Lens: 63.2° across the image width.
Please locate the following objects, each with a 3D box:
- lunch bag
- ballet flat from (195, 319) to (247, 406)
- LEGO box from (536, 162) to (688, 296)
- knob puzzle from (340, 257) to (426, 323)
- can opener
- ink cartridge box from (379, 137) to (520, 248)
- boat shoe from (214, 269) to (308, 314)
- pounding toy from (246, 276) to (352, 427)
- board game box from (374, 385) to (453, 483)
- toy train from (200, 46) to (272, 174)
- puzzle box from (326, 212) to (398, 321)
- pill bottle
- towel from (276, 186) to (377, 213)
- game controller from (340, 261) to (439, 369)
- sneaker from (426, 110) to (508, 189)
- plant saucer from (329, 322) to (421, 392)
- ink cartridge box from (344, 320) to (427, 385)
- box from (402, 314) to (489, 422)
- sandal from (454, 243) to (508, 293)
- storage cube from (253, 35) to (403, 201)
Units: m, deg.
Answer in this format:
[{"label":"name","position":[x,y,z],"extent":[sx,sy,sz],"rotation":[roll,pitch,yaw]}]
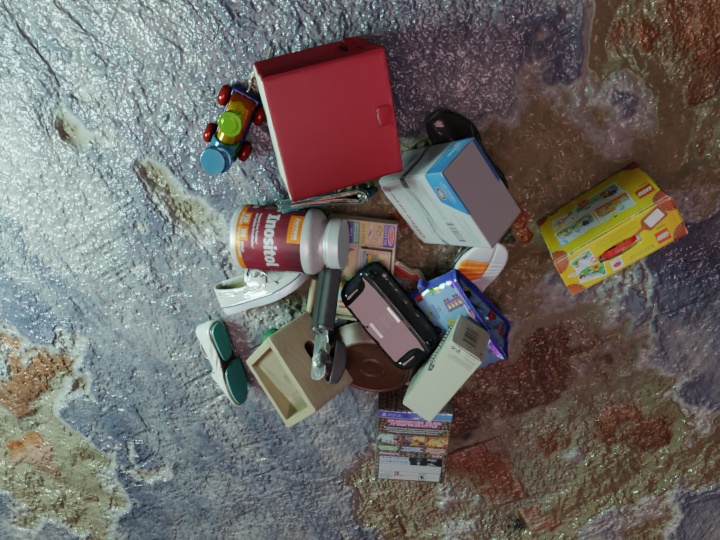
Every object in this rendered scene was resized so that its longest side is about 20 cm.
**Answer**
[{"label":"lunch bag","position":[0.165,0.094,1.100],"extent":[0.149,0.095,0.200],"rotation":[-27,117,35]},{"label":"ballet flat","position":[-0.293,0.192,1.230],"extent":[0.067,0.070,0.205],"rotation":[-11,114,9]},{"label":"LEGO box","position":[0.411,-0.072,0.981],"extent":[0.197,0.150,0.078],"rotation":[-32,114,20]},{"label":"knob puzzle","position":[0.059,0.074,1.154],"extent":[0.212,0.031,0.226],"rotation":[1,119,2]},{"label":"can opener","position":[-0.053,0.099,1.053],"extent":[0.065,0.206,0.053],"rotation":[16,161,-27]},{"label":"ink cartridge box","position":[0.137,-0.120,0.940],"extent":[0.084,0.199,0.146],"rotation":[-47,112,-15]},{"label":"boat shoe","position":[-0.198,0.013,1.117],"extent":[0.197,0.075,0.088],"rotation":[-18,115,24]},{"label":"pounding toy","position":[-0.114,0.160,1.127],"extent":[0.203,0.141,0.184],"rotation":[55,144,5]},{"label":"board game box","position":[0.111,0.348,1.266],"extent":[0.154,0.098,0.205],"rotation":[3,120,1]},{"label":"toy train","position":[-0.196,-0.255,0.934],"extent":[0.083,0.117,0.203],"rotation":[25,118,-12]},{"label":"puzzle box","position":[0.000,0.000,1.096],"extent":[0.129,0.026,0.206],"rotation":[6,113,8]},{"label":"pill bottle","position":[-0.122,-0.054,1.029],"extent":[0.193,0.114,0.116],"rotation":[4,121,12]},{"label":"towel","position":[-0.046,-0.118,0.959],"extent":[0.142,0.200,0.022],"rotation":[-6,98,7]},{"label":"game controller","position":[0.054,0.085,1.072],"extent":[0.104,0.042,0.201],"rotation":[-39,95,16]},{"label":"sneaker","position":[0.186,-0.182,0.975],"extent":[0.075,0.080,0.200],"rotation":[-39,109,23]},{"label":"plant saucer","position":[0.023,0.181,1.156],"extent":[0.193,0.035,0.204],"rotation":[6,134,6]},{"label":"ink cartridge box","position":[0.048,0.174,1.194],"extent":[0.194,0.040,0.101],"rotation":[19,135,-6]},{"label":"box","position":[0.154,0.181,1.068],"extent":[0.067,0.083,0.202],"rotation":[31,129,2]},{"label":"sandal","position":[0.205,0.002,1.093],"extent":[0.077,0.061,0.209],"rotation":[13,141,-7]},{"label":"storage cube","position":[-0.051,-0.231,0.882],"extent":[0.174,0.172,0.205],"rotation":[-15,119,-8]}]
